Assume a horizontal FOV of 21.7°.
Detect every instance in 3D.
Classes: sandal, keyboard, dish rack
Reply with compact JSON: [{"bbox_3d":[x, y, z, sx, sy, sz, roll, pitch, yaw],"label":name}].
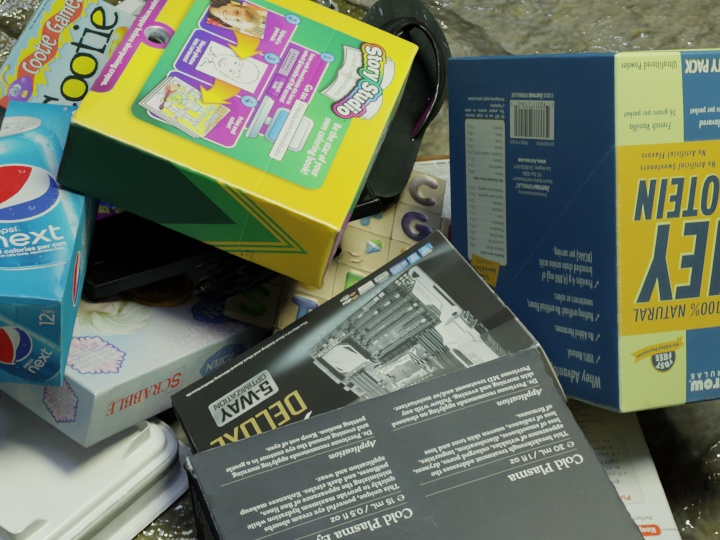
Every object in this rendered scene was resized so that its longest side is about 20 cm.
[{"bbox_3d":[0.030,-0.127,1.312,0.075,0.048,0.201,26,48,-14],"label":"sandal"},{"bbox_3d":[-0.085,-0.015,1.202,0.199,0.040,0.104,-17,37,-7],"label":"keyboard"},{"bbox_3d":[-0.220,0.108,1.154,0.199,0.044,0.171,28,48,26],"label":"dish rack"}]

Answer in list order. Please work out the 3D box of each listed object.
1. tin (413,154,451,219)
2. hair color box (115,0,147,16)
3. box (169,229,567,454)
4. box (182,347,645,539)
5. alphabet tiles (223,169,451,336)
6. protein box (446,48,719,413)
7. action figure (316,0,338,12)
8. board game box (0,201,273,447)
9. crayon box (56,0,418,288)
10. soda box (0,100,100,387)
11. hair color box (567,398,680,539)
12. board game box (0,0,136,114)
[{"bbox_3d":[0.062,-0.036,1.340,0.199,0.042,0.112,-5,47,-10],"label":"tin"},{"bbox_3d":[-0.095,-0.155,1.441,0.199,0.064,0.111,30,49,24],"label":"hair color box"},{"bbox_3d":[0.000,0.076,1.099,0.199,0.050,0.158,-32,31,-3],"label":"box"},{"bbox_3d":[0.035,0.161,0.943,0.199,0.105,0.183,-16,47,-12],"label":"box"},{"bbox_3d":[0.000,0.000,1.243,0.165,0.006,0.201,17,50,-9],"label":"alphabet tiles"},{"bbox_3d":[0.158,-0.033,1.149,0.134,0.202,0.198,-5,7,-26],"label":"protein box"},{"bbox_3d":[-0.041,-0.160,1.358,0.199,0.055,0.118,33,48,-2],"label":"action figure"},{"bbox_3d":[-0.176,0.020,1.214,0.199,0.041,0.200,29,30,26],"label":"board game box"},{"bbox_3d":[-0.071,-0.099,1.176,0.172,0.058,0.201,23,43,0],"label":"crayon box"},{"bbox_3d":[-0.198,-0.021,1.140,0.064,0.068,0.201,4,38,-3],"label":"soda box"},{"bbox_3d":[0.124,0.166,1.085,0.110,0.064,0.201,-3,41,-9],"label":"hair color box"},{"bbox_3d":[-0.146,-0.109,1.328,0.199,0.105,0.103,27,83,24],"label":"board game box"}]
